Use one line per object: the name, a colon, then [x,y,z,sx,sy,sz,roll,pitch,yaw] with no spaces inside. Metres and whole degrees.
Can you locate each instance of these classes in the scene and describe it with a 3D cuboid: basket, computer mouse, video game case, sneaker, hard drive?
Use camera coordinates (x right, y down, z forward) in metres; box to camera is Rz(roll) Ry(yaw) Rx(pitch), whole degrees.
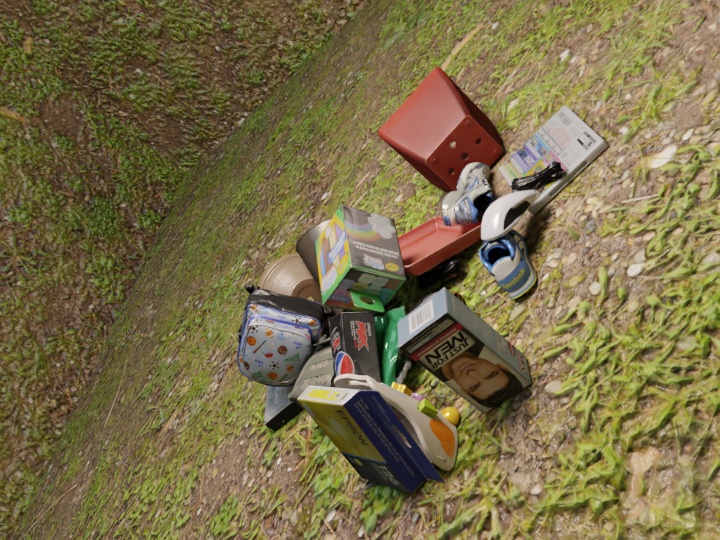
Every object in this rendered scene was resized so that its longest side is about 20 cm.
basket: [-0.025,0.002,1.678,0.179,0.136,0.201,-24,62,0]
computer mouse: [0.125,0.071,1.490,0.109,0.044,0.201,-17,42,51]
video game case: [0.364,-0.216,1.504,0.182,0.022,0.201,-44,27,17]
sneaker: [0.251,-0.035,1.387,0.074,0.082,0.201,-45,24,18]
computer mouse: [0.275,-0.126,1.399,0.200,0.044,0.109,-45,19,-32]
sneaker: [0.237,-0.150,1.588,0.084,0.078,0.200,8,42,27]
hard drive: [-0.135,0.247,1.729,0.200,0.038,0.140,-41,27,24]

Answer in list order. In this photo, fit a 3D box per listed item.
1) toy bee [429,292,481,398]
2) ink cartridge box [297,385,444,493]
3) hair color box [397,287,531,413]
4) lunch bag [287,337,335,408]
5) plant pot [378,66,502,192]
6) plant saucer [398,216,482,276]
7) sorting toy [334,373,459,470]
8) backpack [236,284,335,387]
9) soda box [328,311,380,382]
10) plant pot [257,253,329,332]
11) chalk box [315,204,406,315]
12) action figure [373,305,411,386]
toy bee: [0.146,0.099,1.353,0.130,0.109,0.201,-26,35,11]
ink cartridge box: [0.013,0.271,1.253,0.047,0.198,0.199,-44,19,-26]
hair color box: [0.159,0.125,1.191,0.099,0.200,0.061,-38,28,26]
lunch bag: [-0.028,0.185,1.539,0.164,0.117,0.201,-23,31,52]
plant pot: [0.192,-0.282,1.704,0.200,0.199,0.177,-46,35,12]
plant saucer: [0.132,-0.047,1.578,0.199,0.037,0.200,-29,18,-20]
sorting toy: [0.049,0.225,1.273,0.199,0.180,0.107,-5,51,57]
backpack: [-0.174,0.154,1.654,0.155,0.198,0.192,-74,0,-57]
soda box: [-0.008,0.178,1.409,0.063,0.070,0.202,-28,66,61]
plant pot: [-0.127,0.064,1.757,0.202,0.200,0.093,-57,23,-12]
chalk box: [0.000,0.000,1.480,0.124,0.123,0.201,-51,36,42]
action figure: [0.057,0.177,1.421,0.118,0.054,0.202,145,131,-60]
